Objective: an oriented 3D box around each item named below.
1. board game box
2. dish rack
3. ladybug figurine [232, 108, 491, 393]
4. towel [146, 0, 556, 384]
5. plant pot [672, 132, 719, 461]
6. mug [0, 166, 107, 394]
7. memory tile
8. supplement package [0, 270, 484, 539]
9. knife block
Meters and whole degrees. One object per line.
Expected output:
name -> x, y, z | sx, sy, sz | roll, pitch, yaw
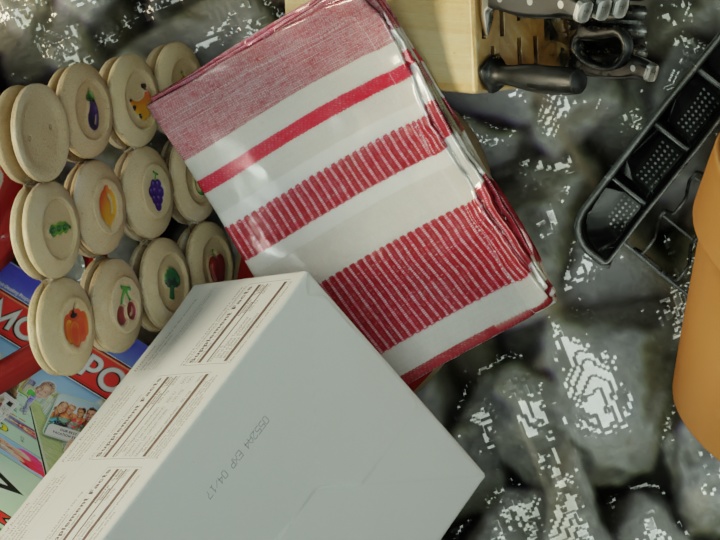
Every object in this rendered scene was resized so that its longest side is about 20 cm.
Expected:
board game box -> -0.171, 0.083, 1.610 | 0.200, 0.029, 0.135 | 30, 63, 16
dish rack -> 0.233, -0.023, 1.618 | 0.200, 0.055, 0.154 | 38, 101, -3
ladybug figurine -> 0.000, 0.000, 1.628 | 0.135, 0.072, 0.201 | 20, 101, 0
towel -> -0.005, -0.037, 1.558 | 0.144, 0.023, 0.200 | -29, 97, 24
plant pot -> 0.247, 0.030, 1.515 | 0.199, 0.200, 0.140 | 21, 117, 0
mug -> -0.243, 0.006, 1.556 | 0.177, 0.134, 0.201 | 6, 58, 31
memory tile -> -0.125, -0.036, 1.571 | 0.017, 0.200, 0.154 | -4, 100, 28
supplement package -> -0.064, 0.127, 1.519 | 0.156, 0.111, 0.200 | 49, 62, -22
knife block -> 0.053, -0.126, 1.550 | 0.199, 0.176, 0.064 | -1, 99, 4
